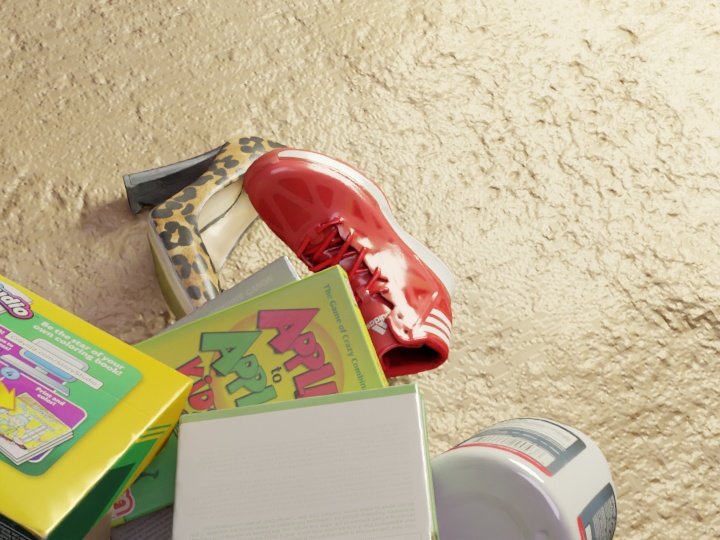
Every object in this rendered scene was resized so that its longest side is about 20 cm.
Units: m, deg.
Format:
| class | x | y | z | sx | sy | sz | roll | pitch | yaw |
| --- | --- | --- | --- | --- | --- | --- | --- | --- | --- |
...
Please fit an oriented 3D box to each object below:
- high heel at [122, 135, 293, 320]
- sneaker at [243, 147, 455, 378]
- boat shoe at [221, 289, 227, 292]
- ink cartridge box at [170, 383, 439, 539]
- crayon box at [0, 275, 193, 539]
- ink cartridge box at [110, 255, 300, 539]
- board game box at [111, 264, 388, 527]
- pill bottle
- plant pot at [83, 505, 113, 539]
| class | x | y | z | sx | sy | sz | roll | pitch | yaw |
| --- | --- | --- | --- | --- | --- | --- | --- | --- | --- |
| high heel | -0.087 | -0.032 | 0.866 | 0.142 | 0.072 | 0.200 | -16 | 43 | -14 |
| sneaker | 0.000 | 0.000 | 0.837 | 0.200 | 0.078 | 0.116 | 34 | 28 | -25 |
| boat shoe | -0.034 | 0.072 | 0.847 | 0.200 | 0.069 | 0.084 | 35 | 50 | 11 |
| ink cartridge box | -0.029 | 0.157 | 0.626 | 0.145 | 0.048 | 0.200 | -8 | 46 | 4 |
| crayon box | -0.215 | 0.066 | 0.617 | 0.200 | 0.058 | 0.173 | 28 | 24 | 5 |
| ink cartridge box | -0.086 | 0.116 | 0.783 | 0.200 | 0.044 | 0.174 | -32 | 81 | 1 |
| board game box | -0.086 | 0.081 | 0.742 | 0.199 | 0.048 | 0.102 | -22 | 83 | 3 |
| pill bottle | 0.104 | 0.160 | 0.766 | 0.119 | 0.200 | 0.120 | 1 | 92 | 22 |
| plant pot | -0.255 | 0.156 | 0.680 | 0.177 | 0.200 | 0.200 | -11 | 42 | -33 |
